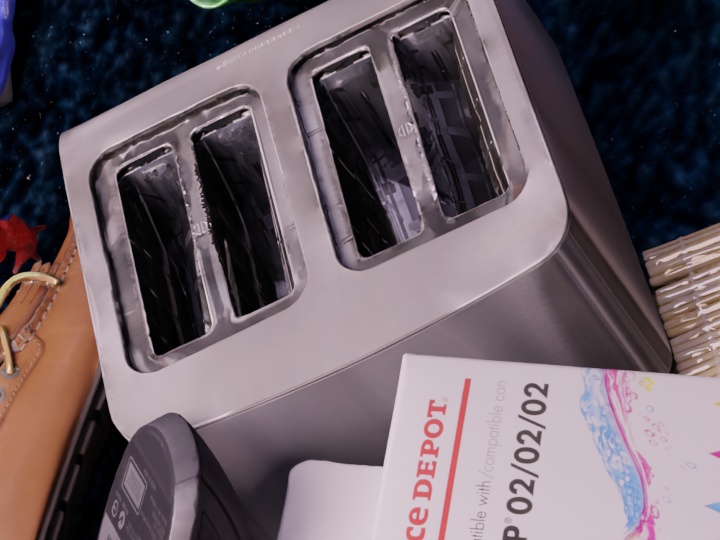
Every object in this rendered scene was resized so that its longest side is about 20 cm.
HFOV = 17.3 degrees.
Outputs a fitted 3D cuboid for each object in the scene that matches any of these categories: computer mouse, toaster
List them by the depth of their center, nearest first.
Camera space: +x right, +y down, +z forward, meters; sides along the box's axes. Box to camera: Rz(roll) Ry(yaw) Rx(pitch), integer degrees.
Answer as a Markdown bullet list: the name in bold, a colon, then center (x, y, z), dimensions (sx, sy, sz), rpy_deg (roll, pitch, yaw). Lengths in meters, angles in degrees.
- **computer mouse**: center (-0.078, 0.137, 0.793), dimensions (0.140, 0.046, 0.201), rpy_deg (-144, 67, -66)
- **toaster**: center (0.000, 0.000, 0.847), dimensions (0.180, 0.119, 0.201), rpy_deg (-25, 52, 12)

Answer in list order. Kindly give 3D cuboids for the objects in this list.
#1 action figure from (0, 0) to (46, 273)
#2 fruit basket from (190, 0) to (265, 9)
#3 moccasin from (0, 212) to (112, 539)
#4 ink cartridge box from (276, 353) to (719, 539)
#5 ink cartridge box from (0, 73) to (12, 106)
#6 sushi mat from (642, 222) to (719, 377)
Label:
- **action figure**: center (-0.158, -0.070, 0.946), dimensions (0.065, 0.099, 0.201), rpy_deg (8, 92, 1)
- **fruit basket**: center (-0.083, -0.172, 0.865), dimensions (0.094, 0.200, 0.185), rpy_deg (-45, 73, 13)
- **moccasin**: center (-0.132, 0.049, 0.901), dimensions (0.077, 0.074, 0.202), rpy_deg (15, 60, 2)
- **ink cartridge box**: center (0.063, 0.093, 0.706), dimensions (0.199, 0.068, 0.115), rpy_deg (4, 52, 10)
- **ink cartridge box**: center (-0.239, -0.163, 1.040), dimensions (0.146, 0.083, 0.201), rpy_deg (0, 98, 28)
- **sushi mat**: center (0.196, -0.006, 0.816), dimensions (0.199, 0.012, 0.096), rpy_deg (-23, 53, 13)
